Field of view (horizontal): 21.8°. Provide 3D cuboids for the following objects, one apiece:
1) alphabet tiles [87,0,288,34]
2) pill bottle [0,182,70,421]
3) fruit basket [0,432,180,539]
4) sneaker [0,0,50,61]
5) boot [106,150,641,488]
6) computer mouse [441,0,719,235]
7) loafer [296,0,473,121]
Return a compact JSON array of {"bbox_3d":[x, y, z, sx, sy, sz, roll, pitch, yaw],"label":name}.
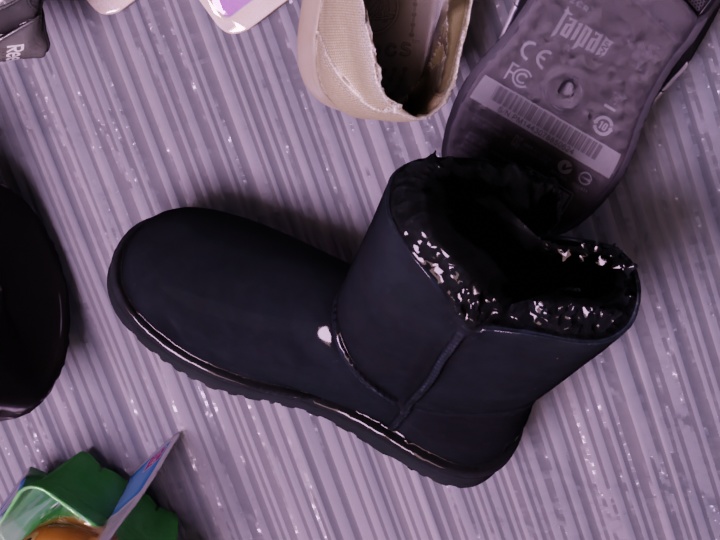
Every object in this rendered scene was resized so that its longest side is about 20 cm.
[{"bbox_3d":[-0.075,-0.202,0.764,0.195,0.015,0.201,-31,99,28],"label":"alphabet tiles"},{"bbox_3d":[-0.245,0.028,0.868,0.198,0.112,0.113,-11,107,25],"label":"pill bottle"},{"bbox_3d":[-0.165,0.176,0.849,0.094,0.200,0.186,38,120,0],"label":"fruit basket"},{"bbox_3d":[-0.174,-0.109,0.765,0.200,0.066,0.091,-41,108,-2],"label":"sneaker"},{"bbox_3d":[0.000,0.000,0.747,0.199,0.077,0.168,28,148,1],"label":"boot"},{"bbox_3d":[0.123,-0.090,0.720,0.139,0.046,0.201,25,119,3],"label":"computer mouse"},{"bbox_3d":[0.022,-0.144,0.709,0.068,0.075,0.202,39,137,42],"label":"loafer"}]
